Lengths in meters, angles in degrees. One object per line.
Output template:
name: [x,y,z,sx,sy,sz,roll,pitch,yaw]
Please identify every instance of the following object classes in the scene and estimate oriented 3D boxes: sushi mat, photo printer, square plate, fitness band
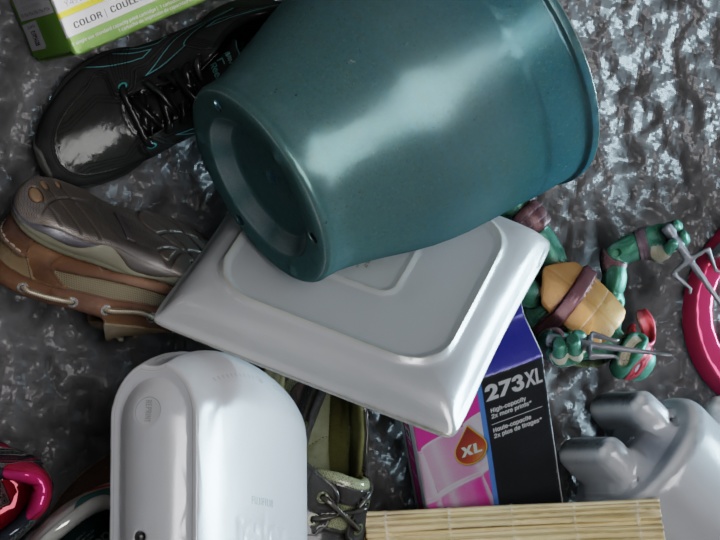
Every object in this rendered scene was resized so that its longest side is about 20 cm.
sushi mat: [0.102,0.199,1.683,0.199,0.012,0.096,-2,89,-4]
photo printer: [-0.089,0.149,1.552,0.166,0.069,0.201,22,66,-64]
square plate: [0.000,0.000,1.605,0.197,0.029,0.200,21,42,9]
fitness band: [0.315,0.012,1.850,0.200,0.037,0.144,-40,108,-19]

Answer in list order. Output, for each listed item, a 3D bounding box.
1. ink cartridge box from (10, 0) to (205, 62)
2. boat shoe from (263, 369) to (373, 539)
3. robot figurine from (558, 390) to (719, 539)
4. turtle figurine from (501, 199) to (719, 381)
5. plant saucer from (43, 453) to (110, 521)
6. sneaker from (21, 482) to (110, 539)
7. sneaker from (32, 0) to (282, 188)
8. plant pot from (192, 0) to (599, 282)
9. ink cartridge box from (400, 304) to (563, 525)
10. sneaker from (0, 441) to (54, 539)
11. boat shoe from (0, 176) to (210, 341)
ink cartridge box: [-0.165,-0.249,1.608,0.147,0.076,0.201,-26,102,-22]
boat shoe: [-0.026,0.139,1.649,0.072,0.066,0.202,15,67,-41]
robot figurine: [0.226,0.166,1.763,0.200,0.113,0.170,45,72,-17]
turtle figurine: [0.145,0.017,1.734,0.200,0.101,0.150,37,49,-4]
plant saucer: [-0.114,0.207,1.653,0.199,0.034,0.202,0,90,-23]
sneaker: [-0.205,0.201,1.559,0.200,0.093,0.070,-43,84,-6]
sneaker: [-0.116,-0.119,1.630,0.200,0.079,0.076,-34,103,-19]
plant pot: [0.010,-0.094,1.561,0.188,0.200,0.201,-34,103,-21]
ink cartridge box: [0.076,0.104,1.684,0.094,0.037,0.201,-18,123,-11]
sneaker: [-0.277,0.164,1.557,0.200,0.075,0.081,-34,103,-20]
boat shoe: [-0.145,0.006,1.628,0.199,0.076,0.072,24,114,-31]
